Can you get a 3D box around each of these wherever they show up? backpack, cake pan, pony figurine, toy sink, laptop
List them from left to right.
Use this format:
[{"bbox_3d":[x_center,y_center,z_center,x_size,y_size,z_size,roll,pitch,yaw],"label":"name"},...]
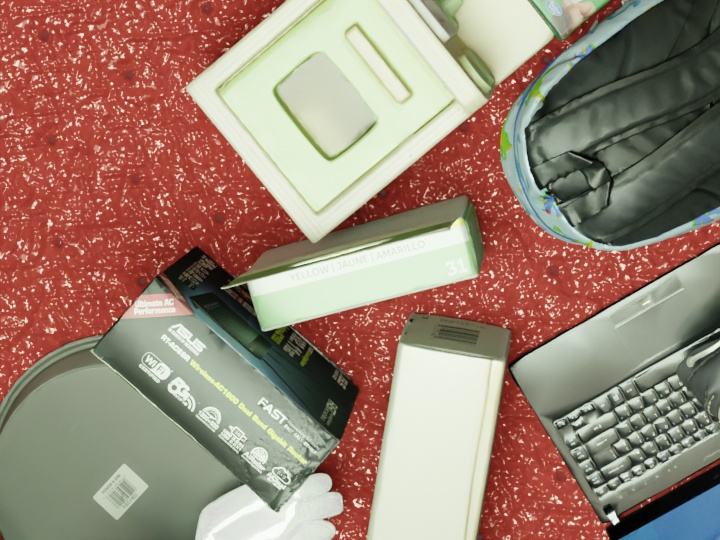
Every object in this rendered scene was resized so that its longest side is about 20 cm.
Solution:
[{"bbox_3d":[-0.163,0.144,1.574,0.199,0.037,0.201,1,100,6],"label":"cake pan"},{"bbox_3d":[-0.093,0.238,1.506,0.192,0.200,0.167,-11,55,-1],"label":"pony figurine"},{"bbox_3d":[0.010,-0.134,1.463,0.200,0.112,0.130,-38,94,11],"label":"toy sink"},{"bbox_3d":[0.185,-0.094,1.440,0.200,0.154,0.163,-37,103,-17],"label":"backpack"},{"bbox_3d":[0.217,0.112,1.487,0.177,0.103,0.200,-30,95,11],"label":"laptop"}]

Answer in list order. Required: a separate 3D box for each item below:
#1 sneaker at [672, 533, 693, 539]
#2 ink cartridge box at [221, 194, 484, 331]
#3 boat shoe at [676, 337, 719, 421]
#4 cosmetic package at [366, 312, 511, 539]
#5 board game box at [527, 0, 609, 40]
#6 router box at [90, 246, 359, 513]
[{"bbox_3d":[0.224,0.276,1.522,0.075,0.090,0.201,-2,100,7],"label":"sneaker"},{"bbox_3d":[0.000,0.000,1.442,0.145,0.200,0.048,-15,97,7],"label":"ink cartridge box"},{"bbox_3d":[0.263,0.002,1.443,0.063,0.073,0.200,37,105,35],"label":"boat shoe"},{"bbox_3d":[0.047,0.138,1.514,0.073,0.104,0.201,9,102,5],"label":"cosmetic package"},{"bbox_3d":[0.117,-0.265,1.459,0.134,0.029,0.200,-38,93,2],"label":"board game box"},{"bbox_3d":[-0.080,0.064,1.464,0.150,0.200,0.062,42,98,-2],"label":"router box"}]
